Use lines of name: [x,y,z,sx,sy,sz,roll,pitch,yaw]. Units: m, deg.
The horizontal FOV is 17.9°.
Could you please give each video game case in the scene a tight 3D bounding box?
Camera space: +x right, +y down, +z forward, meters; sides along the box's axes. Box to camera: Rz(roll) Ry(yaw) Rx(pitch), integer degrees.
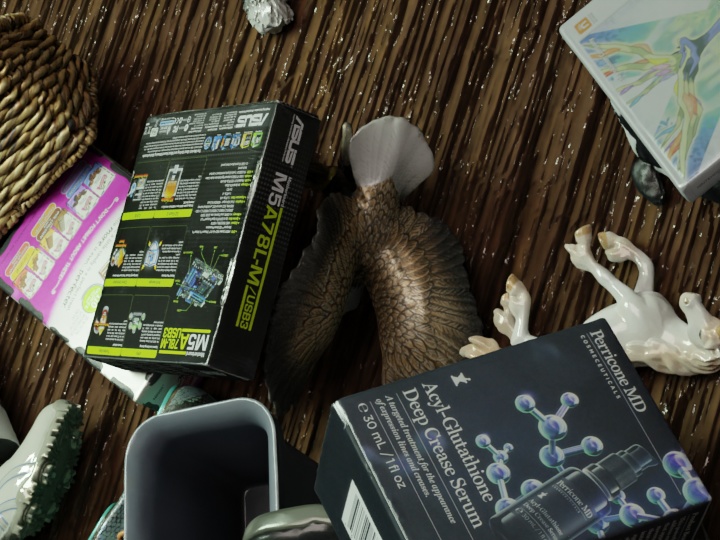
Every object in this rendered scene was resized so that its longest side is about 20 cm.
video game case: [0.249,-0.165,1.560,0.182,0.022,0.201,-39,44,9]

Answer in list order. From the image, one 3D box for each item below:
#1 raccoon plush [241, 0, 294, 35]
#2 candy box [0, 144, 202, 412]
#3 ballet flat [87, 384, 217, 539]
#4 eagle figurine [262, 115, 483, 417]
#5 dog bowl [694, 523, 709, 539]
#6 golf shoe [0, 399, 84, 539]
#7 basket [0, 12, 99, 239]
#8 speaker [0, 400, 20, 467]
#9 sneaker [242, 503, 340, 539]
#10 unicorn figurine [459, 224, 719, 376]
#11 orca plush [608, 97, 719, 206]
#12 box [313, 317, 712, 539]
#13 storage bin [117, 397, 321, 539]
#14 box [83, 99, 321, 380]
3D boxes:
raccoon plush: [-0.101,-0.304,1.809,0.096,0.134,0.201,-31,60,15]
candy box: [-0.185,0.005,1.792,0.200,0.061,0.137,37,92,34]
ballet flat: [-0.156,0.185,1.714,0.074,0.074,0.201,28,91,33]
eagle figurine: [0.001,0.004,1.655,0.151,0.151,0.201,-18,53,13]
dog bowl: [0.151,0.216,1.534,0.198,0.059,0.202,-10,68,26]
golf shoe: [-0.287,0.182,1.765,0.097,0.078,0.201,24,84,15]
basket: [-0.324,-0.120,1.832,0.200,0.149,0.143,-43,31,24]
speaker: [-0.343,0.083,1.842,0.081,0.081,0.201,-37,59,13]
sneaker: [0.013,0.220,1.485,0.198,0.076,0.115,13,60,1]
unicorn figurine: [0.175,0.039,1.583,0.200,0.074,0.138,-42,67,27]
orca plush: [0.232,-0.082,1.584,0.105,0.071,0.201,-33,60,15]
box: [0.093,0.141,1.437,0.198,0.107,0.149,-16,57,-21]
storage bin: [-0.089,0.212,1.624,0.144,0.134,0.202,-12,66,25]
box: [-0.117,-0.021,1.649,0.199,0.047,0.195,-2,74,57]
